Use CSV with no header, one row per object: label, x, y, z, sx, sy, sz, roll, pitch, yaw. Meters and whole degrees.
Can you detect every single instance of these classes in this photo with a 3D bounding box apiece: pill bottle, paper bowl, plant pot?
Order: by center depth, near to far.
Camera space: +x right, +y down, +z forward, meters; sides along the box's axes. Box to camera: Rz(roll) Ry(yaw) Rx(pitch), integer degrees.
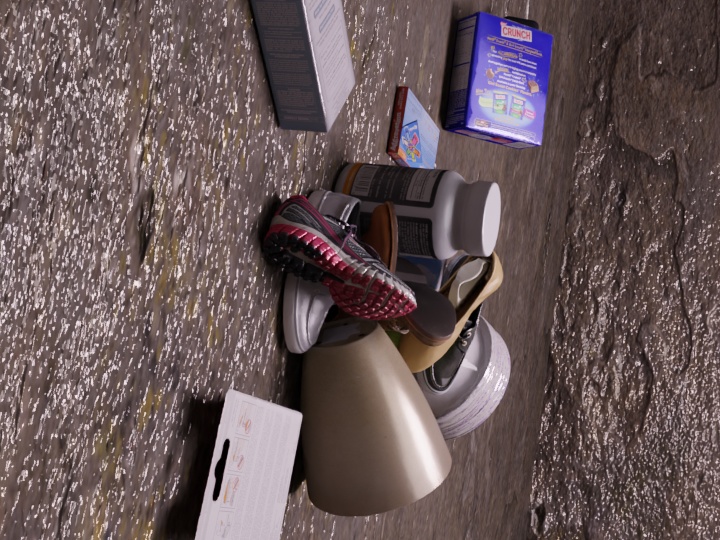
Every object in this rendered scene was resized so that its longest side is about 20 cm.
plant pot,-0.001,0.166,1.314,0.187,0.187,0.200,-47,126,-60
pill bottle,0.072,-0.075,1.368,0.116,0.200,0.117,7,90,-71
paper bowl,0.109,0.140,1.559,0.104,0.200,0.201,43,52,-39

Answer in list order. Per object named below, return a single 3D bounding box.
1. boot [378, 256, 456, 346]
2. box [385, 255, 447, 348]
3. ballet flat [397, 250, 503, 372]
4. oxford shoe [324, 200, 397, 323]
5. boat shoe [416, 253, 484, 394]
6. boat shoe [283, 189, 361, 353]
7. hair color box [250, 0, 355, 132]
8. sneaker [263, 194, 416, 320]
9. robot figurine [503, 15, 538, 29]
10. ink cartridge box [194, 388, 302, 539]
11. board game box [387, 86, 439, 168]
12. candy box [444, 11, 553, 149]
boot,0.062,0.054,1.322,0.200,0.073,0.076,-122,-131,-62
box,0.048,0.017,1.444,0.048,0.122,0.200,76,27,-66
ballet flat,0.111,0.044,1.373,0.200,0.069,0.063,-49,152,-24
oxford shoe,0.000,0.000,1.316,0.071,0.071,0.200,-103,-155,-51
boat shoe,0.128,0.072,1.450,0.057,0.069,0.200,-3,-110,66
boat shoe,-0.041,0.002,1.265,0.072,0.068,0.200,56,43,-62
hair color box,-0.061,-0.258,1.135,0.099,0.060,0.200,-66,155,-43
sneaker,-0.013,-0.012,1.204,0.200,0.081,0.075,36,48,-24
robot figurine,0.281,-0.379,2.006,0.150,0.125,0.200,34,62,-42
ink cartridge box,-0.130,0.213,1.120,0.200,0.050,0.161,36,63,-64
board game box,0.084,-0.200,1.642,0.200,0.019,0.103,34,63,-69
candy box,0.241,-0.327,1.846,0.169,0.077,0.201,10,87,-30
